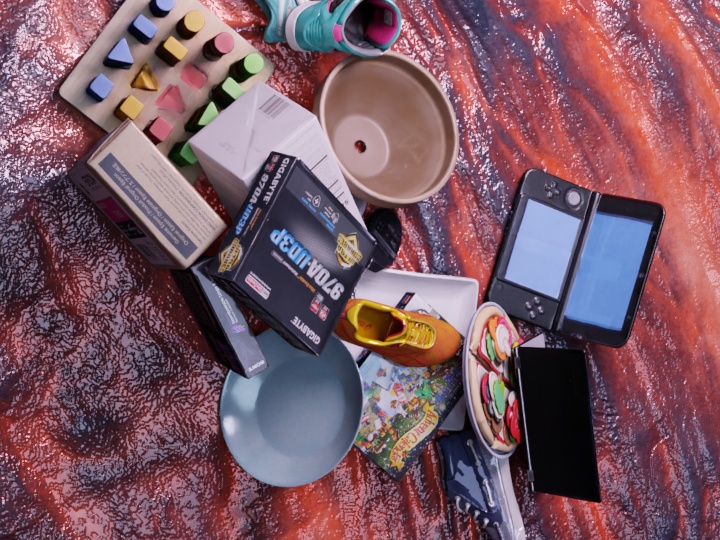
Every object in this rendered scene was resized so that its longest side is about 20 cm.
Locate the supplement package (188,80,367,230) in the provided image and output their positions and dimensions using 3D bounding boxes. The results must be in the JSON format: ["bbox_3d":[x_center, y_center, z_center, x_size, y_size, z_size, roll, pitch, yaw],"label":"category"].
[{"bbox_3d":[-0.096,-0.100,1.640,0.120,0.121,0.201,-41,138,-15],"label":"supplement package"}]

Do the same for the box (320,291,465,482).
[{"bbox_3d":[0.055,0.149,1.753,0.136,0.038,0.201,40,79,-15],"label":"box"}]

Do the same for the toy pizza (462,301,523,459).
[{"bbox_3d":[0.184,0.141,1.763,0.200,0.031,0.203,23,64,-59],"label":"toy pizza"}]

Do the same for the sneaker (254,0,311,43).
[{"bbox_3d":[-0.124,-0.381,1.701,0.079,0.077,0.202,-24,98,-7],"label":"sneaker"}]

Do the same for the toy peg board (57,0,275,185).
[{"bbox_3d":[-0.226,-0.236,1.655,0.198,0.098,0.201,38,79,-15],"label":"toy peg board"}]

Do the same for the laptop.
[{"bbox_3d":[0.267,0.184,1.757,0.114,0.200,0.190,-5,93,23],"label":"laptop"}]

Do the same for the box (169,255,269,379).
[{"bbox_3d":[-0.172,0.050,1.621,0.036,0.200,0.144,-28,100,-12],"label":"box"}]

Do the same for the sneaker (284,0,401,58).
[{"bbox_3d":[0.012,-0.322,1.690,0.199,0.120,0.085,-37,128,-37],"label":"sneaker"}]

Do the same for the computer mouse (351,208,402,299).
[{"bbox_3d":[0.000,0.000,1.734,0.059,0.034,0.201,52,50,-29],"label":"computer mouse"}]

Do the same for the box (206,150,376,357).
[{"bbox_3d":[-0.074,-0.017,1.561,0.200,0.046,0.160,46,67,-49],"label":"box"}]

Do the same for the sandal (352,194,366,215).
[{"bbox_3d":[-0.051,-0.013,1.729,0.207,0.079,0.060,-51,141,-25],"label":"sandal"}]

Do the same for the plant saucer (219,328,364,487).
[{"bbox_3d":[-0.080,0.168,1.697,0.198,0.039,0.204,-6,76,23],"label":"plant saucer"}]

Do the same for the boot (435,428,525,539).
[{"bbox_3d":[0.158,0.309,1.809,0.089,0.073,0.203,-11,85,-13],"label":"boot"}]

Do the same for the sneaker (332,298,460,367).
[{"bbox_3d":[0.051,0.082,1.682,0.198,0.077,0.074,12,85,-36],"label":"sneaker"}]

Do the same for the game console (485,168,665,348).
[{"bbox_3d":[0.283,-0.019,1.814,0.170,0.119,0.203,20,84,-18],"label":"game console"}]

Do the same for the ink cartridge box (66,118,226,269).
[{"bbox_3d":[-0.253,-0.083,1.593,0.075,0.200,0.165,-46,103,-13],"label":"ink cartridge box"}]

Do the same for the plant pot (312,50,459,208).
[{"bbox_3d":[0.019,-0.168,1.725,0.198,0.092,0.204,8,72,-26],"label":"plant pot"}]

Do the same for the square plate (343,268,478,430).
[{"bbox_3d":[0.052,0.101,1.787,0.195,0.028,0.203,7,89,-19],"label":"square plate"}]
